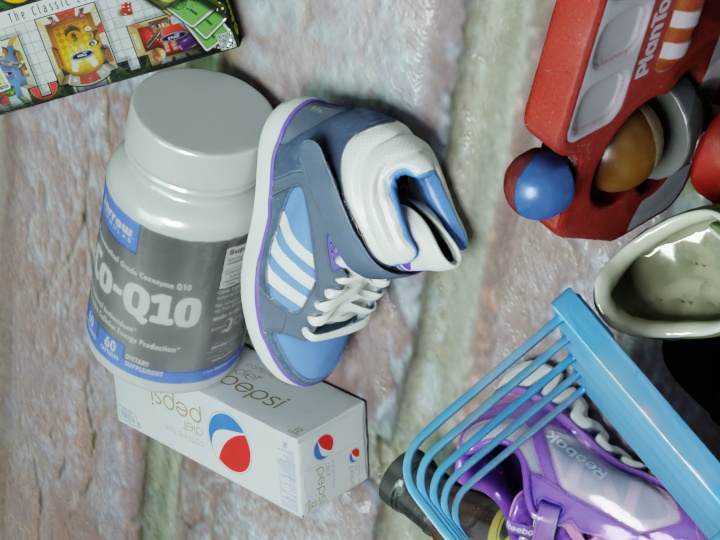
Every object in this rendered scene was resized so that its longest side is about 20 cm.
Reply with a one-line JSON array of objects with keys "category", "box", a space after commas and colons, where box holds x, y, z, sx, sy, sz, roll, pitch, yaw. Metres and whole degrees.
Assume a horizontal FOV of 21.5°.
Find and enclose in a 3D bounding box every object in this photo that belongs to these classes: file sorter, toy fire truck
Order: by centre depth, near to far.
[{"category": "toy fire truck", "box": [0.133, -0.096, 0.891, 0.112, 0.167, 0.201, 40, 135, 27]}, {"category": "file sorter", "box": [0.111, 0.119, 0.956, 0.139, 0.122, 0.200, 51, 179, 17]}]

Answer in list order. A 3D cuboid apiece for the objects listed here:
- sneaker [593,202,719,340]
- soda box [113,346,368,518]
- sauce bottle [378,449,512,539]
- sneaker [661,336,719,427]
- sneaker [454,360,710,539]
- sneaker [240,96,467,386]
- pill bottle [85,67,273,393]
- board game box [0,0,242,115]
[{"category": "sneaker", "box": [0.198, -0.005, 0.877, 0.199, 0.090, 0.068, -16, 86, 29]}, {"category": "soda box", "box": [-0.087, 0.098, 1.326, 0.199, 0.068, 0.064, 22, 126, 40]}, {"category": "sauce bottle", "box": [0.092, 0.178, 1.147, 0.200, 0.066, 0.066, 36, 133, 30]}, {"category": "sneaker", "box": [0.212, 0.082, 0.941, 0.199, 0.111, 0.074, 30, 128, 34]}, {"category": "sneaker", "box": [0.130, 0.140, 1.085, 0.200, 0.088, 0.081, 39, 136, 27]}, {"category": "sneaker", "box": [0.000, 0.000, 1.163, 0.146, 0.080, 0.202, 25, 122, 44]}, {"category": "pill bottle", "box": [-0.118, -0.026, 1.258, 0.114, 0.113, 0.201, 39, 135, 28]}, {"category": "board game box", "box": [-0.186, -0.168, 1.223, 0.198, 0.023, 0.106, -15, 111, 10]}]
